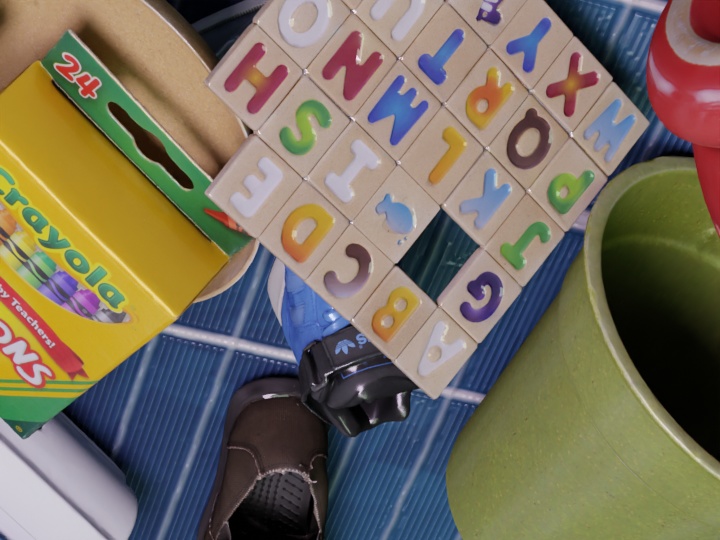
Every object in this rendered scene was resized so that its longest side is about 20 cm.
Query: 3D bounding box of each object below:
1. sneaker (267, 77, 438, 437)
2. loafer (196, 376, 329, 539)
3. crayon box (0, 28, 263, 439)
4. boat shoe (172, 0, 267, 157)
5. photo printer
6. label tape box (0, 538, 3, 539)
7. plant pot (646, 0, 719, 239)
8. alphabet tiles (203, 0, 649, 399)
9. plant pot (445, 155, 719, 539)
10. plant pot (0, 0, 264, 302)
[{"bbox_3d":[0.001,0.000,1.000,0.077,0.111,0.200,-14,147,-17],"label":"sneaker"},{"bbox_3d":[-0.055,0.151,1.174,0.073,0.071,0.200,1,128,-3],"label":"loafer"},{"bbox_3d":[-0.146,-0.011,0.988,0.127,0.051,0.200,45,140,-7],"label":"crayon box"},{"bbox_3d":[-0.005,-0.109,0.976,0.200,0.062,0.073,-26,125,18],"label":"boat shoe"},{"bbox_3d":[-0.241,0.102,1.131,0.166,0.069,0.200,-29,123,21],"label":"photo printer"},{"bbox_3d":[-0.279,0.183,1.111,0.200,0.066,0.143,-30,123,21],"label":"label tape box"},{"bbox_3d":[0.233,-0.068,0.934,0.200,0.200,0.183,-32,116,21],"label":"plant pot"},{"bbox_3d":[0.026,-0.060,0.949,0.167,0.008,0.200,-52,126,-6],"label":"alphabet tiles"},{"bbox_3d":[0.140,0.078,1.068,0.200,0.200,0.190,25,136,-20],"label":"plant pot"},{"bbox_3d":[-0.122,-0.071,0.975,0.200,0.027,0.200,21,138,21],"label":"plant pot"}]
